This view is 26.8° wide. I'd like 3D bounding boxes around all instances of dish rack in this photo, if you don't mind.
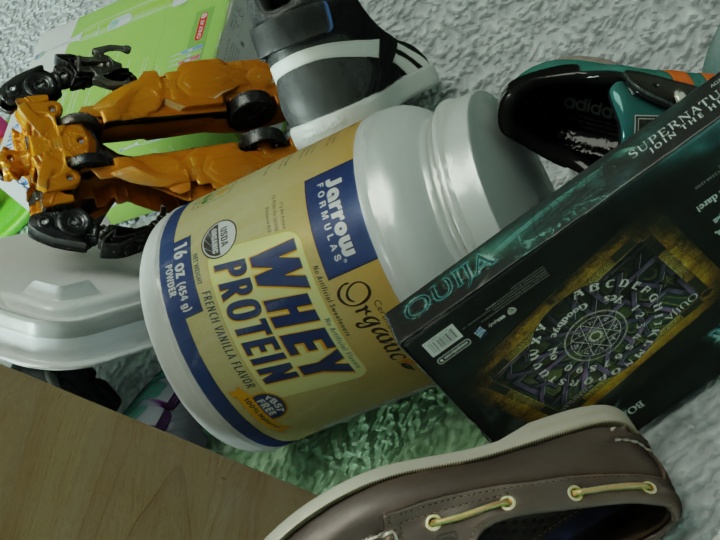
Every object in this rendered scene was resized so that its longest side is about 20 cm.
[{"bbox_3d":[-0.170,0.004,0.896,0.171,0.200,0.044,15,108,30],"label":"dish rack"}]

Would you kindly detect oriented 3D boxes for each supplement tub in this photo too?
[{"bbox_3d":[0.000,0.000,0.799,0.200,0.144,0.145,-24,44,23],"label":"supplement tub"}]

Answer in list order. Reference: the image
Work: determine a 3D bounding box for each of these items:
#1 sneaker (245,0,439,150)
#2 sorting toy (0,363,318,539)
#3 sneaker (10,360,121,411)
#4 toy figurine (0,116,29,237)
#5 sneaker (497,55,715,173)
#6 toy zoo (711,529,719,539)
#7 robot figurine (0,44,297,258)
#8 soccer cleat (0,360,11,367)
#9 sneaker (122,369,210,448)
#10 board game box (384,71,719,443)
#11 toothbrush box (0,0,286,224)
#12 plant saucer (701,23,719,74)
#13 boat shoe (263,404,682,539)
[{"bbox_3d":[-0.011,-0.145,0.897,0.073,0.112,0.200,-20,10,15],"label":"sneaker"},{"bbox_3d":[-0.120,0.153,0.697,0.200,0.199,0.070,-85,21,-63],"label":"sorting toy"},{"bbox_3d":[-0.192,0.083,0.879,0.079,0.075,0.200,-45,7,-1],"label":"sneaker"},{"bbox_3d":[-0.357,-0.095,1.150,0.200,0.184,0.150,-51,40,-8],"label":"toy figurine"},{"bbox_3d":[0.160,-0.062,0.733,0.200,0.072,0.080,10,18,25],"label":"sneaker"},{"bbox_3d":[0.198,0.058,0.611,0.020,0.131,0.200,33,76,6],"label":"toy zoo"},{"bbox_3d":[-0.120,-0.069,0.906,0.200,0.058,0.145,-9,62,-19],"label":"robot figurine"},{"bbox_3d":[-0.242,0.061,1.017,0.200,0.069,0.085,-13,63,31],"label":"soccer cleat"},{"bbox_3d":[-0.116,0.129,0.861,0.074,0.088,0.200,-44,9,42],"label":"sneaker"},{"bbox_3d":[0.129,0.008,0.692,0.200,0.135,0.028,-35,37,9],"label":"board game box"},{"bbox_3d":[-0.150,-0.122,1.076,0.200,0.086,0.146,-15,49,30],"label":"toothbrush box"},{"bbox_3d":[0.263,-0.132,0.776,0.201,0.039,0.201,-22,45,24],"label":"plant saucer"},{"bbox_3d":[0.045,0.122,0.674,0.200,0.072,0.060,-18,39,-12],"label":"boat shoe"}]
